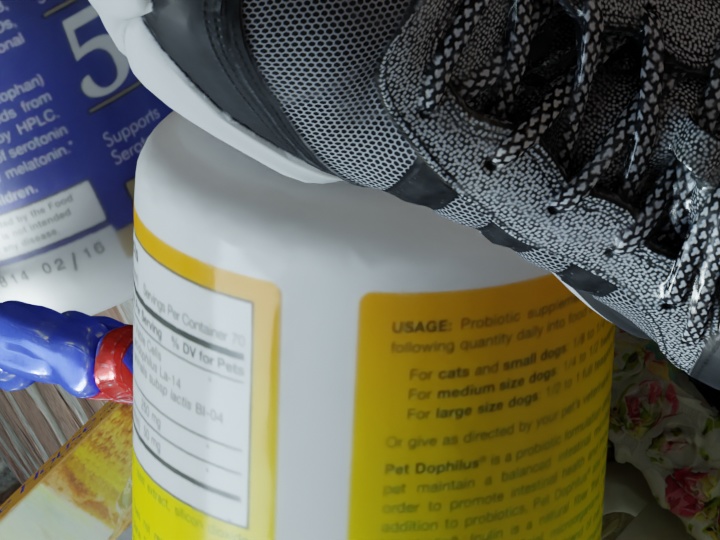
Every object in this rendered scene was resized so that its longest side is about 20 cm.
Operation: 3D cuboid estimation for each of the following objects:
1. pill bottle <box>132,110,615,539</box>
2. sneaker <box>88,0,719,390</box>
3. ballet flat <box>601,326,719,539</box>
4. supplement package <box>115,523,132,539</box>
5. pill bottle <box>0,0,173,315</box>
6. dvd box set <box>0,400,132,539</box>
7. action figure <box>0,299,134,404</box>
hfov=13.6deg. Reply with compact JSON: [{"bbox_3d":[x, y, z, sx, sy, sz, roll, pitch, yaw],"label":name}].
[{"bbox_3d":[0.003,0.027,0.680,0.109,0.109,0.201,39,132,56],"label":"pill bottle"},{"bbox_3d":[0.048,-0.023,0.480,0.114,0.076,0.200,34,-174,40],"label":"sneaker"},{"bbox_3d":[0.071,0.061,0.746,0.200,0.064,0.076,44,154,46],"label":"ballet flat"},{"bbox_3d":[-0.033,0.131,0.860,0.117,0.117,0.200,43,-159,-4],"label":"supplement package"},{"bbox_3d":[-0.116,-0.093,0.936,0.201,0.119,0.120,65,167,-18],"label":"pill bottle"},{"bbox_3d":[-0.049,0.110,0.992,0.146,0.200,0.029,47,-176,-8],"label":"dvd box set"},{"bbox_3d":[-0.069,-0.002,0.831,0.199,0.100,0.065,17,-175,42],"label":"action figure"}]
